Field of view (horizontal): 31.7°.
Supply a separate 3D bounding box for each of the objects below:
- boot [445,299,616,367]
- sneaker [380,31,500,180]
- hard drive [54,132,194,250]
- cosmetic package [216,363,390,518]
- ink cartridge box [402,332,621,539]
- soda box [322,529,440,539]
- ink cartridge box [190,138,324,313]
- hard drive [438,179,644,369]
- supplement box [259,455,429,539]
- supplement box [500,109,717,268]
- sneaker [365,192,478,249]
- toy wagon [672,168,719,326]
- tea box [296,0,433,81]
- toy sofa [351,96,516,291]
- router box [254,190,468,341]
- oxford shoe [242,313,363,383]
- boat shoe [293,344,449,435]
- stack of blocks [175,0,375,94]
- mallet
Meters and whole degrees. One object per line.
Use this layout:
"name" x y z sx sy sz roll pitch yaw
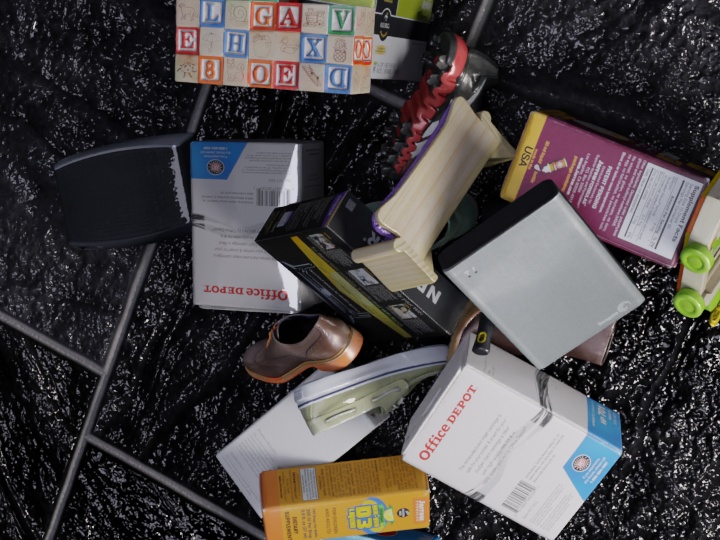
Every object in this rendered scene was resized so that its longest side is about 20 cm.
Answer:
"boot" 0.196 0.077 1.441 0.166 0.072 0.201 23 100 19
"sneaker" 0.092 -0.174 1.441 0.097 0.071 0.201 14 130 -21
"hard drive" -0.295 -0.098 1.613 0.199 0.042 0.136 -8 95 21
"cosmetic package" -0.071 0.203 1.559 0.200 0.074 0.102 -39 84 18
"ink cartridge box" 0.168 0.185 1.414 0.199 0.086 0.147 30 117 -4
"soda box" -0.008 0.343 1.559 0.199 0.064 0.068 11 101 19
"ink cartridge box" -0.123 -0.057 1.533 0.146 0.086 0.201 3 100 20
"hard drive" 0.190 0.009 1.311 0.139 0.200 0.033 -35 40 14
"supplement box" -0.018 0.271 1.505 0.199 0.069 0.067 -8 126 -5
"supplement box" 0.268 -0.092 1.361 0.199 0.131 0.104 24 104 14
"sneaker" 0.028 -0.044 1.462 0.199 0.118 0.074 -18 93 22
"toy wagon" 0.372 -0.020 1.324 0.039 0.155 0.201 26 145 25
"tea box" -0.006 -0.316 1.393 0.133 0.200 0.198 13 101 18
"toy sofa" 0.070 -0.083 1.334 0.098 0.200 0.083 44 152 -20
"router box" 0.000 0.000 1.423 0.200 0.052 0.157 42 154 -25
"oxford shoe" -0.085 0.083 1.516 0.073 0.072 0.199 41 143 -27
"boat shoe" 0.019 0.137 1.478 0.199 0.072 0.062 -17 85 -16
"stack of blocks" -0.088 -0.245 1.294 0.199 0.059 0.116 8 102 20
"mallet" 0.143 0.003 1.398 0.066 0.041 0.201 9 59 26
